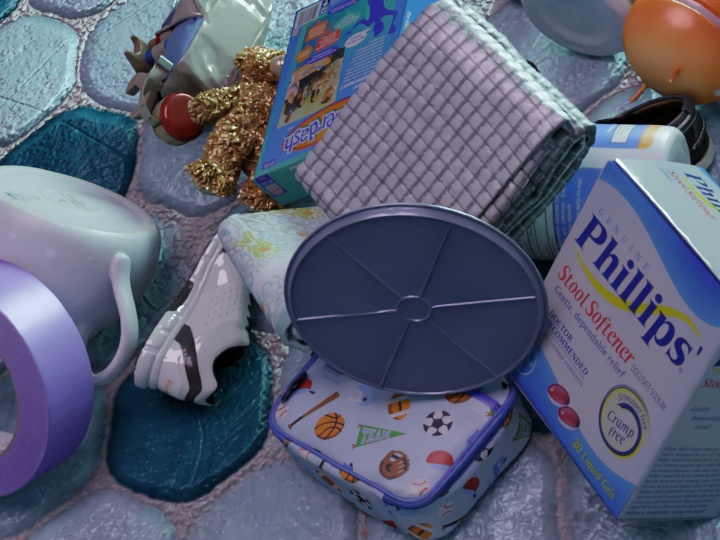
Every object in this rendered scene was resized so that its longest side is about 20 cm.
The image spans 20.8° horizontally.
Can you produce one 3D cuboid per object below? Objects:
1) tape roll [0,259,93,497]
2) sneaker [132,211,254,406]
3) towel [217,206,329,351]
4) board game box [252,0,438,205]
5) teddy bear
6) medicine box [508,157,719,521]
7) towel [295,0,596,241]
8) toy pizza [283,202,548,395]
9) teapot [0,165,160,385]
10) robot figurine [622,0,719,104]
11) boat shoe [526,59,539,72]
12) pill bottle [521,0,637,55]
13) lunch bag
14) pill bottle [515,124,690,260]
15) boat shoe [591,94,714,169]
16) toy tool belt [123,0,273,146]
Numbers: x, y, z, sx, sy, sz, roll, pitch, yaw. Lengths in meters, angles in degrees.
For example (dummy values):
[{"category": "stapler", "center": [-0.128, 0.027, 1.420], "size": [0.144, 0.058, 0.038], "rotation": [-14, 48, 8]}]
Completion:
[{"category": "tape roll", "center": [-0.328, 0.092, 1.693], "size": [0.199, 0.201, 0.066], "rotation": [7, 21, 30]}, {"category": "sneaker", "center": [-0.123, 0.037, 1.729], "size": [0.080, 0.074, 0.201], "rotation": [25, 61, 7]}, {"category": "towel", "center": [0.000, 0.000, 1.620], "size": [0.199, 0.048, 0.171], "rotation": [-6, 29, -22]}, {"category": "board game box", "center": [-0.009, -0.167, 1.716], "size": [0.152, 0.045, 0.201], "rotation": [-19, 45, 38]}, {"category": "teddy bear", "center": [-0.088, -0.132, 1.792], "size": [0.145, 0.067, 0.200], "rotation": [30, 52, 13]}, {"category": "medicine box", "center": [0.222, 0.050, 1.444], "size": [0.182, 0.102, 0.201], "rotation": [55, 132, 42]}, {"category": "towel", "center": [0.068, -0.086, 1.533], "size": [0.166, 0.085, 0.200], "rotation": [48, 111, 26]}, {"category": "toy pizza", "center": [0.042, 0.019, 1.471], "size": [0.199, 0.201, 0.032], "rotation": [-11, 41, 19]}, {"category": "teapot", "center": [-0.279, 0.004, 1.770], "size": [0.196, 0.200, 0.147], "rotation": [18, 104, -2]}, {"category": "robot figurine", "center": [0.299, -0.224, 1.669], "size": [0.143, 0.117, 0.200], "rotation": [25, 69, 35]}, {"category": "boat shoe", "center": [0.078, -0.118, 1.719], "size": [0.200, 0.076, 0.074], "rotation": [-37, 30, -31]}, {"category": "pill bottle", "center": [0.231, -0.302, 1.762], "size": [0.111, 0.111, 0.201], "rotation": [13, 63, 33]}, {"category": "lunch bag", "center": [0.031, 0.114, 1.580], "size": [0.200, 0.076, 0.160], "rotation": [28, 70, 37]}, {"category": "pill bottle", "center": [0.160, -0.064, 1.592], "size": [0.199, 0.112, 0.113], "rotation": [3, 57, 22]}, {"category": "boat shoe", "center": [0.195, -0.102, 1.663], "size": [0.199, 0.068, 0.072], "rotation": [-13, 51, 21]}, {"category": "toy tool belt", "center": [-0.167, -0.188, 1.892], "size": [0.123, 0.125, 0.201], "rotation": [-24, 36, 52]}]
